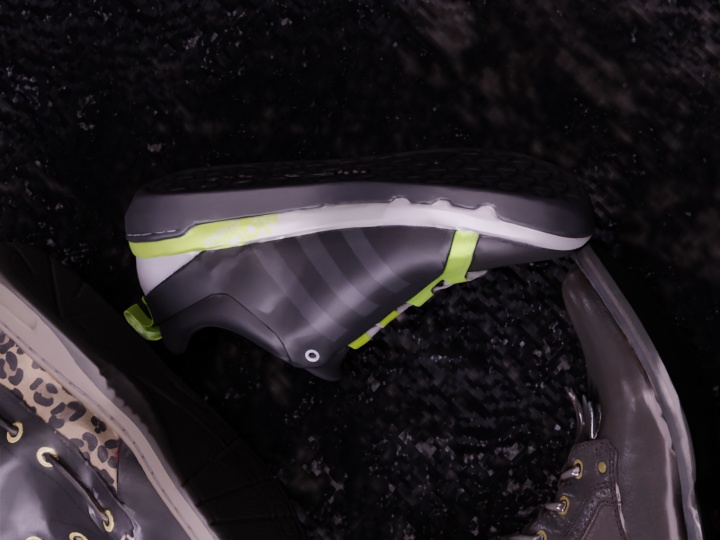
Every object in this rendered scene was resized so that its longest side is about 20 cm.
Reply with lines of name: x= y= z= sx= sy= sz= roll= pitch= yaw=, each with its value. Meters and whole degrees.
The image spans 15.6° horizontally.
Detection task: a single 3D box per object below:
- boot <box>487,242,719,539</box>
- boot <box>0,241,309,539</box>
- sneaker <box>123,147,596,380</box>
boot: x=0.060 y=0.108 z=0.996 sx=0.173 sy=0.069 sz=0.201 roll=-24 pitch=75 yaw=18
boot: x=-0.120 y=0.107 z=1.046 sx=0.200 sy=0.073 sz=0.151 roll=46 pitch=108 yaw=12
sneaker: x=0.000 y=0.000 z=1.037 sx=0.198 sy=0.072 sz=0.084 roll=-1 pitch=104 yaw=23
